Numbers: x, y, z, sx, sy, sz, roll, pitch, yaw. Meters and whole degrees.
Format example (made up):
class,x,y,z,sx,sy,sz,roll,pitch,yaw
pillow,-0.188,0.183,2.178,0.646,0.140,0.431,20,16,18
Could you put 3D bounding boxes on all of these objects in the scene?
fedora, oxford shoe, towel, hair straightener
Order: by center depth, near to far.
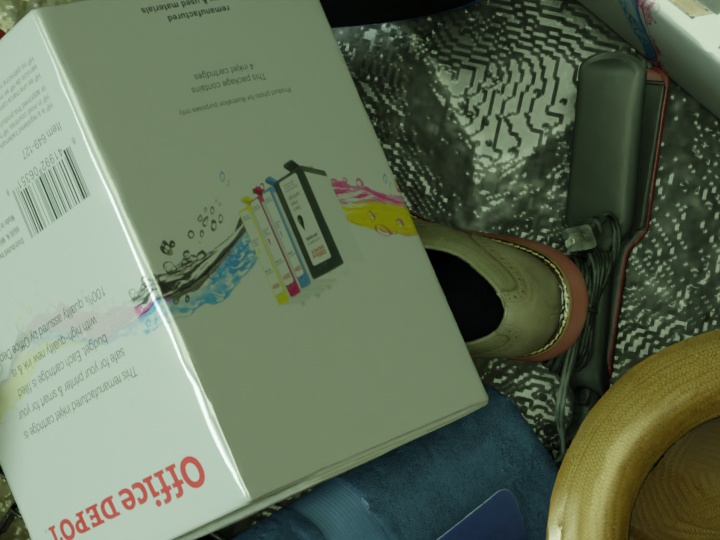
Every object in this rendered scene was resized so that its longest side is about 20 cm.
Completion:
class,x,y,z,sx,sy,sz,roll,pitch,yaw
fedora,0.167,0.119,0.804,0.200,0.082,0.202,0,91,-11
towel,0.011,0.141,0.822,0.200,0.049,0.112,-31,90,-29
oxford shoe,0.000,0.000,0.840,0.199,0.075,0.071,5,92,31
hair straightener,0.101,-0.005,0.864,0.041,0.077,0.201,13,90,28

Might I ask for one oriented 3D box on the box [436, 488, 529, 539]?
class,x,y,z,sx,sy,sz,roll,pitch,yaw
box,0.061,0.208,0.799,0.121,0.032,0.201,-34,115,-29

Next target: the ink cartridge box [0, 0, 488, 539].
class,x,y,z,sx,sy,sz,roll,pitch,yaw
ink cartridge box,-0.074,0.003,0.758,0.147,0.144,0.201,-28,83,46

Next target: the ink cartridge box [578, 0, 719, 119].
class,x,y,z,sx,sy,sz,roll,pitch,yaw
ink cartridge box,0.184,-0.161,0.865,0.200,0.084,0.145,41,89,6

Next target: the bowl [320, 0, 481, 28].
class,x,y,z,sx,sy,sz,roll,pitch,yaw
bowl,-0.023,-0.143,0.817,0.200,0.201,0.040,-3,86,3

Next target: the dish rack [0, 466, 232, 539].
class,x,y,z,sx,sy,sz,roll,pitch,yaw
dish rack,-0.141,0.192,0.871,0.153,0.055,0.201,31,88,6

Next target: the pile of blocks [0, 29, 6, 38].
class,x,y,z,sx,sy,sz,roll,pitch,yaw
pile of blocks,-0.171,-0.075,0.880,0.200,0.082,0.062,38,89,6
